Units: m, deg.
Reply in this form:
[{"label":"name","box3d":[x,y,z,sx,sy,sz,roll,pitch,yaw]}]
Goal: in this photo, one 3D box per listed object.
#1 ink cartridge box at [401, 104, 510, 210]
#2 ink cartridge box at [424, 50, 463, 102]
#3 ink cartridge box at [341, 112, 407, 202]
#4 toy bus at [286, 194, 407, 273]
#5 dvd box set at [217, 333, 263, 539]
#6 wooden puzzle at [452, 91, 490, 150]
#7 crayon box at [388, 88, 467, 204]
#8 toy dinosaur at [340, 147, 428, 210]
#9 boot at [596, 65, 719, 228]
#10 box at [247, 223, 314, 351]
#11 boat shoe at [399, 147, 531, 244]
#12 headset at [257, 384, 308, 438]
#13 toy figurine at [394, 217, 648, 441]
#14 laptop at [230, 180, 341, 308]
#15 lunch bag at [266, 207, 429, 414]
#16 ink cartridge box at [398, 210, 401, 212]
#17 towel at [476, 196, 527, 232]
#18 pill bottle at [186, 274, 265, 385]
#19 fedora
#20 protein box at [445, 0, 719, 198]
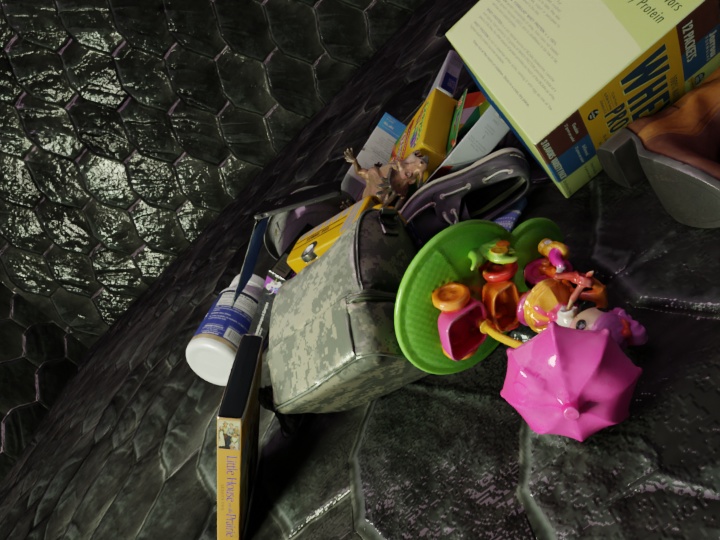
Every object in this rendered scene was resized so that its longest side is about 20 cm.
[{"label":"ink cartridge box","box3d":[0.138,-0.146,0.828,0.202,0.057,0.163,-53,0,-2]},{"label":"ink cartridge box","box3d":[0.140,-0.316,1.159,0.202,0.040,0.202,-60,6,42]},{"label":"ink cartridge box","box3d":[0.016,-0.197,1.137,0.203,0.066,0.116,-59,3,-21]},{"label":"toy bus","box3d":[-0.015,-0.034,0.738,0.197,0.065,0.079,-24,29,46]},{"label":"dvd box set","box3d":[-0.142,0.203,0.677,0.148,0.028,0.206,-91,8,-63]},{"label":"wooden puzzle","box3d":[0.189,-0.265,1.020,0.187,0.037,0.199,-53,21,-13]},{"label":"crayon box","box3d":[0.104,-0.212,0.968,0.200,0.050,0.130,-47,24,56]},{"label":"toy dinosaur","box3d":[0.033,-0.113,0.930,0.084,0.204,0.136,-15,47,-28]},{"label":"boot","box3d":[0.336,-0.133,0.500,0.197,0.069,0.189,-36,15,10]},{"label":"box","box3d":[-0.130,0.040,0.930,0.203,0.035,0.144,-66,-4,38]},{"label":"boat shoe","box3d":[0.123,-0.079,0.714,0.196,0.073,0.063,-31,29,18]},{"label":"headset","box3d":[-0.079,0.142,0.745,0.123,0.094,0.201,-40,12,17]},{"label":"toy figurine","box3d":[0.152,0.049,0.465,0.195,0.154,0.184,-26,31,-16]},{"label":"laptop","box3d":[-0.109,-0.050,0.882,0.193,0.120,0.188,-16,14,2]},{"label":"lunch bag","box3d":[-0.012,0.048,0.628,0.199,0.136,0.173,-35,58,41]},{"label":"ink cartridge box","box3d":[0.000,0.000,0.852,0.148,0.086,0.198,-54,23,-18]},{"label":"towel","box3d":[0.122,-0.009,0.725,0.143,0.024,0.203,-4,49,56]},{"label":"pill bottle","box3d":[-0.242,0.107,1.096,0.114,0.116,0.203,-29,26,36]},{"label":"fedora","box3d":[-0.084,-0.048,1.032,0.200,0.172,0.093,-48,44,39]},{"label":"protein box","box3d":[0.238,-0.238,0.626,0.199,0.134,0.202,-39,55,18]}]
